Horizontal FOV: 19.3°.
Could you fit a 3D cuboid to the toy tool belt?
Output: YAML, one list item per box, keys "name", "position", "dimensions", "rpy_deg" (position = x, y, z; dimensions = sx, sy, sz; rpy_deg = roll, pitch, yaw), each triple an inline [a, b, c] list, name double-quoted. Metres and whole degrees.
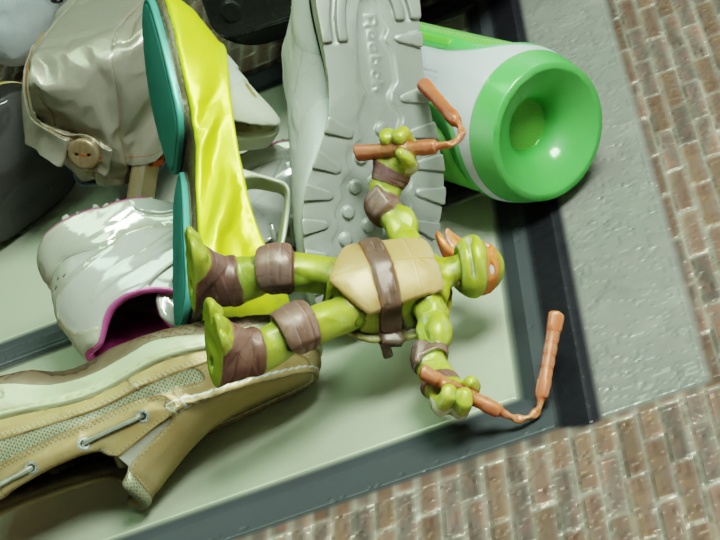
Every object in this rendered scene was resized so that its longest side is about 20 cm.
- name: "toy tool belt"
  position: [-0.138, -0.113, 1.305]
  dimensions: [0.125, 0.123, 0.200]
  rpy_deg: [-11, 25, 13]

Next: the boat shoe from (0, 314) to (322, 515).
- name: "boat shoe"
  position: [-0.110, 0.081, 1.030]
  dimensions: [0.200, 0.072, 0.076]
  rpy_deg: [-17, 64, 0]

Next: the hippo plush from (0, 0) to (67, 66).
- name: "hippo plush"
  position: [-0.240, -0.223, 1.564]
  dimensions: [0.200, 0.159, 0.161]
  rpy_deg: [-42, 60, -6]

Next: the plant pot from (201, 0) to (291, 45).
- name: "plant pot"
  position: [-0.022, -0.239, 1.277]
  dimensions: [0.200, 0.200, 0.177]
  rpy_deg: [-14, 16, 19]

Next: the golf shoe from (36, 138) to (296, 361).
- name: "golf shoe"
  position: [-0.073, -0.007, 1.140]
  dimensions: [0.200, 0.075, 0.092]
  rpy_deg: [-21, 54, 4]

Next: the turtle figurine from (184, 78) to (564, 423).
- name: "turtle figurine"
  position: [0.000, 0.000, 1.006]
  dimensions: [0.161, 0.064, 0.200]
  rpy_deg: [-8, 59, -12]

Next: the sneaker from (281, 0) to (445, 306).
- name: "sneaker"
  position: [-0.006, -0.068, 1.090]
  dimensions: [0.076, 0.200, 0.080]
  rpy_deg: [5, -6, -24]

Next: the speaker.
- name: "speaker"
  position: [0.040, -0.093, 1.153]
  dimensions: [0.088, 0.089, 0.200]
  rpy_deg: [-39, 32, -21]

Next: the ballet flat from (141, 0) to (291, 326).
- name: "ballet flat"
  position: [-0.072, -0.055, 1.096]
  dimensions: [0.067, 0.067, 0.200]
  rpy_deg: [-3, 64, -14]

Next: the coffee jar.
- name: "coffee jar"
  position: [-0.268, -0.080, 1.375]
  dimensions: [0.104, 0.085, 0.200]
  rpy_deg: [-41, 33, -24]
